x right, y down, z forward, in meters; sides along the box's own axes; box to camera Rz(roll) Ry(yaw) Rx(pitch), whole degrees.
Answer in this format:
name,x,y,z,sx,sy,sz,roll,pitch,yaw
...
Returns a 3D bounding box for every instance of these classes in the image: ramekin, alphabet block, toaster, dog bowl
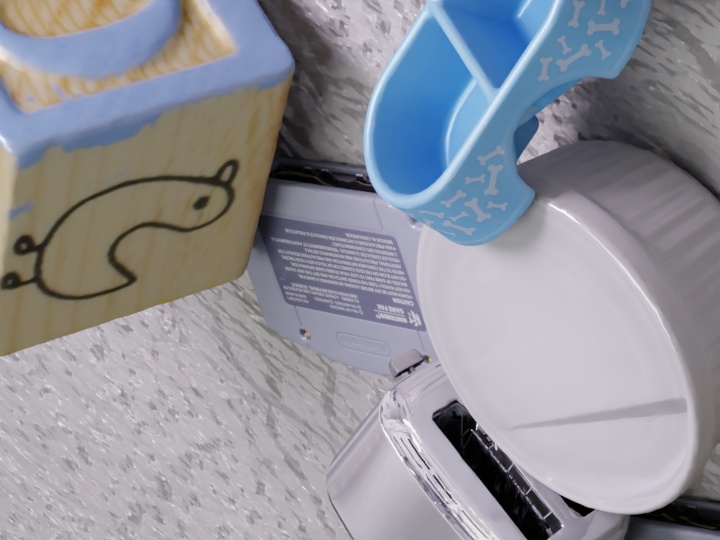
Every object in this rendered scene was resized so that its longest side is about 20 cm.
name,x,y,z,sx,sy,sz,roll,pitch,yaw
ramekin,0.132,0.023,1.435,0.202,0.094,0.203,32,140,32
alphabet block,-0.176,-0.100,1.605,0.197,0.195,0.200,59,153,29
toaster,0.073,0.140,1.544,0.200,0.113,0.129,53,150,19
dog bowl,0.069,-0.106,1.352,0.200,0.049,0.112,-56,40,26

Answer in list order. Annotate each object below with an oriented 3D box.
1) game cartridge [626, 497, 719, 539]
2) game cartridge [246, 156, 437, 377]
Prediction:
name,x,y,z,sx,sy,sz,roll,pitch,yaw
game cartridge,0.214,0.196,1.537,0.200,0.040,0.134,5,119,51
game cartridge,0.000,0.000,1.642,0.200,0.041,0.134,11,123,48
